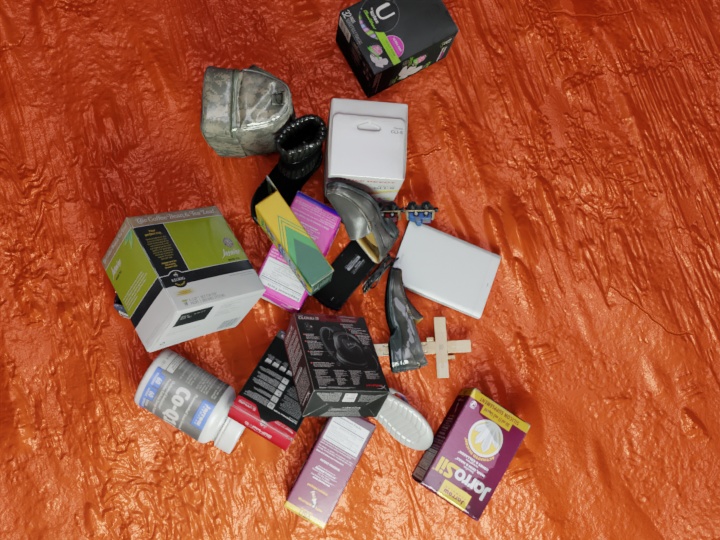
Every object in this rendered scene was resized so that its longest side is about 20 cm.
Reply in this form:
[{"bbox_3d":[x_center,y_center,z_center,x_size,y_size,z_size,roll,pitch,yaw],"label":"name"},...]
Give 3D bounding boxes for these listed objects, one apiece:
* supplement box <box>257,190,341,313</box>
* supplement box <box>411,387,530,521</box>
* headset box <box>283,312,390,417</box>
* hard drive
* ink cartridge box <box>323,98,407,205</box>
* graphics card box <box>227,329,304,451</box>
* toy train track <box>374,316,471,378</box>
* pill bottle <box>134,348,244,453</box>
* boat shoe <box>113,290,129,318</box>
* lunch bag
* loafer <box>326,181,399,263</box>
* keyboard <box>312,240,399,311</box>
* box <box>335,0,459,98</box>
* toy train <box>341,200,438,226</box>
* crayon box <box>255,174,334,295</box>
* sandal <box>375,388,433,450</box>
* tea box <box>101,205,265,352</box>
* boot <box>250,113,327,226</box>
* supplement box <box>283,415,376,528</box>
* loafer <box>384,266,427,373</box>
[{"bbox_3d":[-0.120,-0.030,1.446,0.102,0.101,0.202,26,80,-1],"label":"supplement box"},{"bbox_3d":[0.204,0.337,1.414,0.130,0.103,0.202,32,80,-1],"label":"supplement box"},{"bbox_3d":[-0.049,0.162,1.374,0.147,0.078,0.201,5,40,-26],"label":"headset box"},{"bbox_3d":[0.166,-0.004,1.507,0.197,0.026,0.134,22,79,-2],"label":"hard drive"},{"bbox_3d":[0.005,-0.219,1.438,0.143,0.200,0.147,3,80,-4],"label":"ink cartridge box"},{"bbox_3d":[-0.141,0.213,1.377,0.124,0.051,0.201,29,44,0],"label":"graphics card box"},{"bbox_3d":[0.115,0.152,1.475,0.196,0.033,0.117,-2,81,2],"label":"toy train track"},{"bbox_3d":[-0.298,0.240,1.378,0.198,0.114,0.115,30,79,1],"label":"pill bottle"},{"bbox_3d":[-0.363,0.067,1.411,0.196,0.093,0.076,2,80,-5],"label":"boat shoe"},{"bbox_3d":[-0.204,-0.295,1.437,0.165,0.200,0.142,4,83,-1],"label":"lunch bag"},{"bbox_3d":[0.001,-0.089,1.394,0.200,0.072,0.073,40,62,-39],"label":"loafer"},{"bbox_3d":[0.000,0.000,1.494,0.104,0.040,0.201,36,80,25],"label":"keyboard"},{"bbox_3d":[0.070,-0.474,1.525,0.198,0.124,0.150,-29,85,-10],"label":"box"},{"bbox_3d":[0.055,-0.108,1.492,0.196,0.034,0.047,-2,68,4],"label":"toy train"},{"bbox_3d":[-0.125,-0.058,1.335,0.051,0.126,0.201,-34,85,-9],"label":"crayon box"},{"bbox_3d":[0.061,0.257,1.438,0.202,0.083,0.050,38,36,4],"label":"sandal"},{"bbox_3d":[-0.313,0.008,1.344,0.198,0.134,0.198,-13,65,-48],"label":"tea box"},{"bbox_3d":[-0.141,-0.189,1.441,0.079,0.158,0.213,32,79,1],"label":"boot"},{"bbox_3d":[-0.056,0.352,1.383,0.085,0.110,0.202,28,79,1],"label":"supplement box"},{"bbox_3d":[0.085,0.092,1.442,0.071,0.073,0.204,-4,79,-3],"label":"loafer"}]
